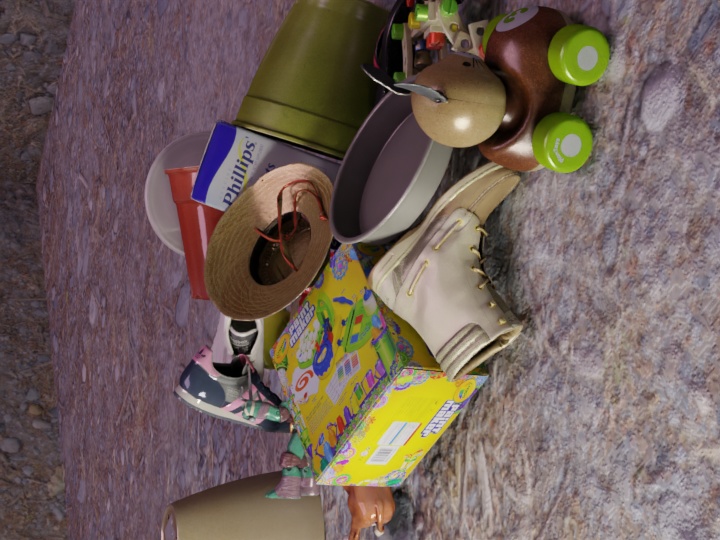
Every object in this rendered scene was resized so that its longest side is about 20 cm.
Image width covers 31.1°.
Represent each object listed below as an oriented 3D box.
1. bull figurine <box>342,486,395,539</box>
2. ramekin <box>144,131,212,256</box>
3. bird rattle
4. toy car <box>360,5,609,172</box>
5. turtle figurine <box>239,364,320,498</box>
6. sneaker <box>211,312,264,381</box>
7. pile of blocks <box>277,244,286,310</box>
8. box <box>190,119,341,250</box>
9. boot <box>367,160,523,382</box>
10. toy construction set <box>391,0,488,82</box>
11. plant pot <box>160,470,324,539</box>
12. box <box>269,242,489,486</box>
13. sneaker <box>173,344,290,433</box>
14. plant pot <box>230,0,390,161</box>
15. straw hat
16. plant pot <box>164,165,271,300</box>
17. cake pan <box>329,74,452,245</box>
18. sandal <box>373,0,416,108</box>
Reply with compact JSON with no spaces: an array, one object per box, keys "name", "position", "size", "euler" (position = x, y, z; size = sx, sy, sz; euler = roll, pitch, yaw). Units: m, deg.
[{"name":"bull figurine","position":[0.002,0.238,1.597],"size":[0.122,0.064,0.202],"euler":[106,163,-50]},{"name":"ramekin","position":[-0.251,-0.116,2.084],"size":[0.094,0.200,0.205],"euler":[170,102,-77]},{"name":"bird rattle","position":[-0.057,0.077,1.756],"size":[0.200,0.112,0.164],"euler":[-50,60,45]},{"name":"toy car","position":[0.105,-0.180,1.232],"size":[0.164,0.198,0.160],"euler":[-146,63,-63]},{"name":"turtle figurine","position":[-0.083,0.187,1.651],"size":[0.100,0.149,0.203],"euler":[-4,82,38]},{"name":"sneaker","position":[-0.162,0.111,1.728],"size":[0.081,0.075,0.202],"euler":[-112,21,-63]},{"name":"pile of blocks","position":[-0.118,0.019,1.843],"size":[0.202,0.081,0.062],"euler":[-67,9,-7]},{"name":"box","position":[-0.109,-0.108,1.657],"size":[0.184,0.198,0.106],"euler":[-154,83,-83]},{"name":"boot","position":[0.121,-0.002,1.324],"size":[0.200,0.072,0.155],"euler":[-45,66,10]},{"name":"toy construction set","position":[0.087,-0.249,1.418],"size":[0.200,0.091,0.133],"euler":[179,94,-67]},{"name":"plant pot","position":[-0.176,0.376,1.830],"size":[0.187,0.198,0.190],"euler":[-177,90,-67]},{"name":"box","position":[0.014,0.104,1.453],"size":[0.201,0.121,0.194],"euler":[-54,43,34]},{"name":"sneaker","position":[-0.145,0.156,1.688],"size":[0.070,0.199,0.083],"euler":[32,99,49]},{"name":"plant pot","position":[-0.041,-0.247,1.631],"size":[0.200,0.198,0.195],"euler":[25,98,65]},{"name":"straw hat","position":[-0.083,-0.018,1.526],"size":[0.199,0.085,0.203],"euler":[-17,58,29]},{"name":"plant pot","position":[-0.189,-0.060,1.941],"size":[0.200,0.198,0.198],"euler":[-177,82,-67]},{"name":"cake pan","position":[0.036,-0.114,1.393],"size":[0.200,0.036,0.202],"euler":[-44,31,35]},{"name":"sandal","position":[0.043,-0.252,1.542],"size":[0.045,0.074,0.202],"euler":[46,133,42]}]
